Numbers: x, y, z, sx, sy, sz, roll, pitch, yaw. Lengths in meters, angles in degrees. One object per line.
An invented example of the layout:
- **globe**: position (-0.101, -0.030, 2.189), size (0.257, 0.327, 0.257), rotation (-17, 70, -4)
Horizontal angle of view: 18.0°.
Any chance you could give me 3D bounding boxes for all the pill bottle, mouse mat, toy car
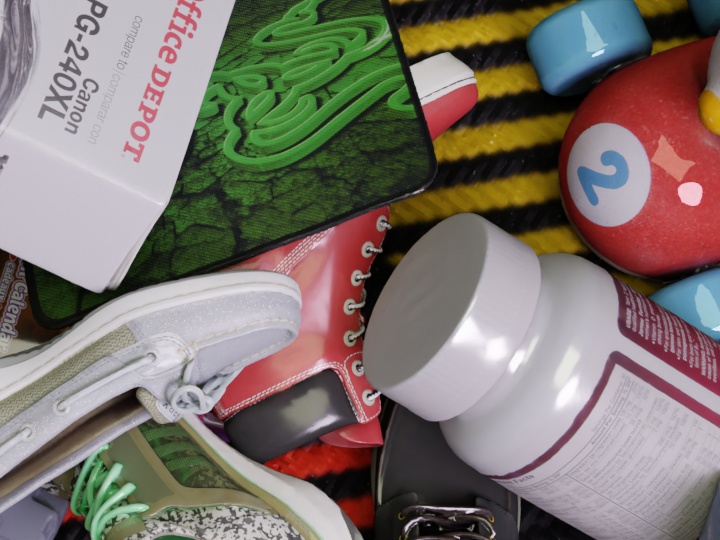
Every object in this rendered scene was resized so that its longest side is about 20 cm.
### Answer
- **pill bottle**: position (0.106, 0.060, 1.050), size (0.200, 0.110, 0.110), rotation (31, 75, -23)
- **mouse mat**: position (-0.071, -0.066, 1.065), size (0.200, 0.008, 0.161), rotation (-20, 53, 6)
- **toy car**: position (0.189, -0.078, 1.079), size (0.177, 0.200, 0.185), rotation (-19, 78, -8)

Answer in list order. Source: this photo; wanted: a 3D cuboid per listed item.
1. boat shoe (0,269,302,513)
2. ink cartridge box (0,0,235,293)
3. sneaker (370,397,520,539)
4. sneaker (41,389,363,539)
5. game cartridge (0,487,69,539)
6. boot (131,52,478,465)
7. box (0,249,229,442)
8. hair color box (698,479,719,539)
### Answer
- **boat shoe**: position (-0.115, 0.059, 1.000), size (0.202, 0.074, 0.065), rotation (-22, 72, -5)
- **ink cartridge box**: position (-0.166, -0.101, 0.988), size (0.200, 0.083, 0.145), rotation (25, 50, -14)
- **sneaker**: position (0.046, 0.130, 1.066), size (0.075, 0.106, 0.200), rotation (0, 76, -4)
- **sneaker**: position (-0.097, 0.106, 1.029), size (0.200, 0.089, 0.077), rotation (25, 115, 19)
- **game cartridge**: position (-0.233, 0.156, 1.039), size (0.133, 0.041, 0.200), rotation (27, 50, -1)
- **boot**: position (0.000, 0.000, 1.081), size (0.200, 0.072, 0.144), rotation (-37, 86, -7)
- **box**: position (-0.100, -0.030, 1.128), size (0.137, 0.039, 0.200), rotation (16, 76, -2)
- **hair color box**: position (0.179, 0.201, 1.028), size (0.099, 0.061, 0.200), rotation (16, 113, 0)
